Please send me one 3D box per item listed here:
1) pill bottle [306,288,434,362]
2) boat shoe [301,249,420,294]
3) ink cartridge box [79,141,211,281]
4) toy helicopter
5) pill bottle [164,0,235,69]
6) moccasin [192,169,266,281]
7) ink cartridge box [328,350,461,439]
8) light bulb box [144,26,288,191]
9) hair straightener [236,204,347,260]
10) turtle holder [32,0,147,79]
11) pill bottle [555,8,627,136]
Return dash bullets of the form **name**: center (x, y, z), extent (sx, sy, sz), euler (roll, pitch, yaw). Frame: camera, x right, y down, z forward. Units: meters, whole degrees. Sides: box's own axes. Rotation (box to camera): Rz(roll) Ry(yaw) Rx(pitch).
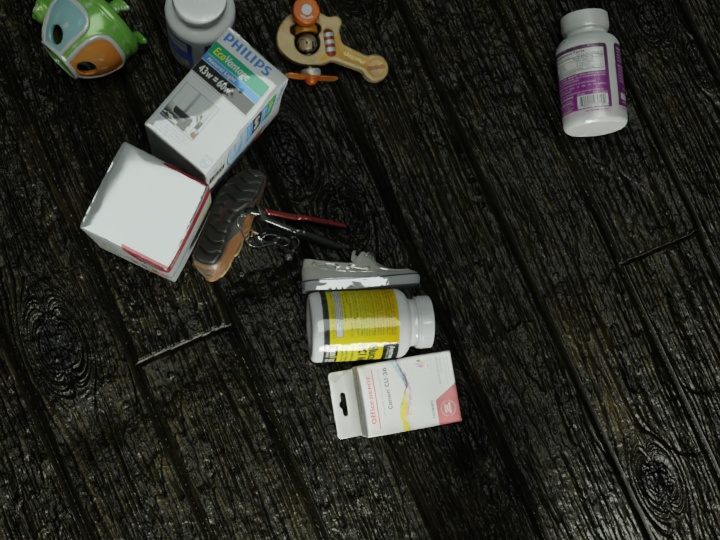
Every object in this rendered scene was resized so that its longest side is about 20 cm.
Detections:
- **pill bottle**: center (0.015, 0.087, 1.564), extent (0.197, 0.112, 0.114), euler (-2, 83, -8)
- **boat shoe**: center (0.000, 0.000, 1.599), extent (0.197, 0.071, 0.071), euler (-3, 80, -5)
- **ink cartridge box**: center (-0.322, -0.083, 1.494), extent (0.144, 0.200, 0.146), euler (25, 82, -4)
- **toy helicopter**: center (-0.049, -0.361, 1.636), extent (0.198, 0.079, 0.134), euler (21, 80, -9)
- **pill bottle**: center (-0.254, -0.399, 1.545), extent (0.111, 0.200, 0.114), euler (1, 82, -9)
- **moccasin**: center (-0.206, -0.075, 1.575), extent (0.073, 0.078, 0.203), euler (12, 65, 9)
- **ink cartridge box**: center (0.054, 0.204, 1.577), extent (0.197, 0.067, 0.118), euler (-9, 84, -10)
- **light bulb box**: center (-0.227, -0.242, 1.529), extent (0.124, 0.198, 0.201), euler (39, 80, -3)
- **hair straightener**: center (-0.112, -0.056, 1.567), extent (0.198, 0.041, 0.078), euler (12, 81, -35)
- **turtle holder**: center (-0.447, -0.391, 1.546), extent (0.185, 0.141, 0.132), euler (45, 80, -2)
- **pill bottle**: center (0.397, -0.342, 1.681), extent (0.111, 0.112, 0.203), euler (-3, 83, -9)
